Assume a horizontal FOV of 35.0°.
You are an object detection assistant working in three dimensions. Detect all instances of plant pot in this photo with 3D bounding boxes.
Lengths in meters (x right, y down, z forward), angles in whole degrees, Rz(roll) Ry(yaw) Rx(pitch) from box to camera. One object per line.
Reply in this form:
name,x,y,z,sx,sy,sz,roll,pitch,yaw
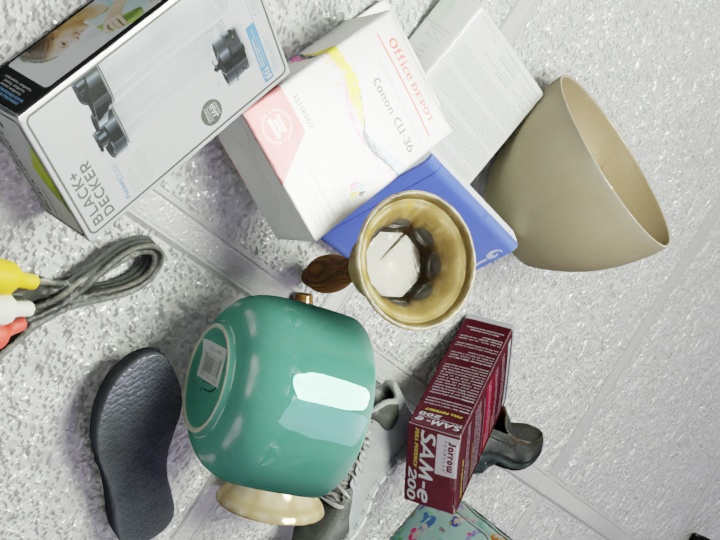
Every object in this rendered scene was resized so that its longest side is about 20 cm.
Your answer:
plant pot,0.205,-0.078,1.164,0.134,0.202,0.200,-32,151,24

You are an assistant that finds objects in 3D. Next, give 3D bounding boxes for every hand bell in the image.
hand bell,0.000,0.000,0.951,0.103,0.199,0.106,2,84,-26
hand bell,-0.066,0.120,1.054,0.104,0.103,0.203,3,99,-50

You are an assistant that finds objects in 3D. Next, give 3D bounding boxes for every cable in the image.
cable,-0.220,0.026,0.815,0.199,0.050,0.098,-6,119,-47

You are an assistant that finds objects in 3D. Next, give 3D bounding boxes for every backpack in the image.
backpack,0.101,0.382,1.339,0.200,0.177,0.151,-49,120,-7

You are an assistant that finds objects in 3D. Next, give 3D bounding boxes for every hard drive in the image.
hard drive,0.051,-0.038,1.058,0.131,0.026,0.200,-28,148,18

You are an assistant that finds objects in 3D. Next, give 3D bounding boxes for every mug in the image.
mug,-0.082,0.107,0.924,0.113,0.153,0.185,16,133,-28

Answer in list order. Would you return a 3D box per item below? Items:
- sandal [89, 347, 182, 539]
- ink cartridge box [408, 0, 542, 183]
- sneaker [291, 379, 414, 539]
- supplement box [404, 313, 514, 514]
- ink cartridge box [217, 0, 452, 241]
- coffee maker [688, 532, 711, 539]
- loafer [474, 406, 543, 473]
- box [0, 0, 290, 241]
sandal,-0.192,0.146,0.946,0.075,0.043,0.202,-16,131,-33
ink cartridge box,0.069,-0.137,1.065,0.200,0.050,0.161,-49,144,3
sneaker,-0.018,0.190,1.161,0.200,0.074,0.116,-51,139,-29
supplement box,0.108,0.149,1.221,0.200,0.060,0.110,-54,152,-52
ink cartridge box,-0.008,-0.127,0.915,0.200,0.067,0.117,-40,112,-25
coffee maker,0.637,0.613,2.165,0.201,0.134,0.192,-56,143,-6
loafer,0.165,0.197,1.376,0.199,0.072,0.073,2,108,-52
box,-0.150,-0.130,0.786,0.200,0.060,0.117,-43,140,-22
